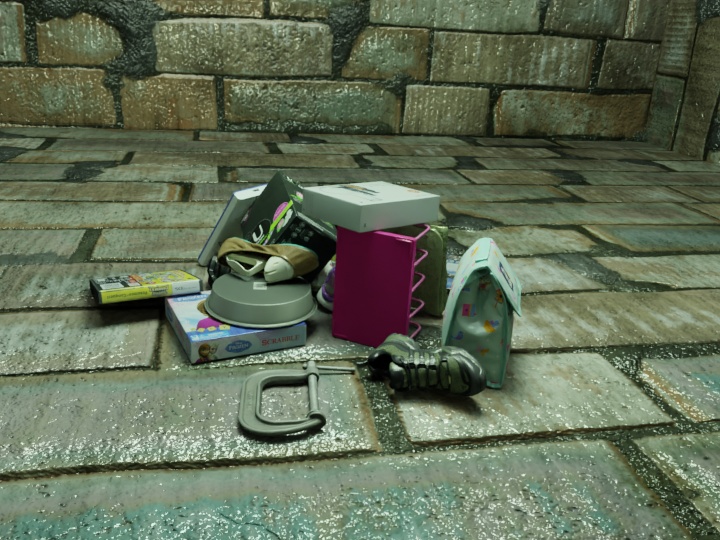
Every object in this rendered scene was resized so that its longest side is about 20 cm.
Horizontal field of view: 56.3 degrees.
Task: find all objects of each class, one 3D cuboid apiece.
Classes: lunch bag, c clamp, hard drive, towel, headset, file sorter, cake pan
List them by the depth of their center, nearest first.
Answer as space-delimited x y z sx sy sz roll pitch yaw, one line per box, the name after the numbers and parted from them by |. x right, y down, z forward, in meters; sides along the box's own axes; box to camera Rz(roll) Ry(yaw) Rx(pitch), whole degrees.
-0.091 0.179 0.972 0.169 0.027 0.200 3 20 -2 | c clamp
0.197 0.059 1.090 0.121 0.202 0.170 7 20 12 | lunch bag
0.042 0.016 1.180 0.138 0.202 0.125 12 21 22 | file sorter
-0.174 0.044 1.186 0.198 0.037 0.201 4 20 -1 | cake pan
0.093 -0.008 1.261 0.147 0.202 0.037 11 37 21 | towel
-0.257 0.006 1.379 0.122 0.095 0.201 -1 36 -24 | headset
-0.267 -0.101 1.466 0.025 0.200 0.132 46 34 13 | hard drive

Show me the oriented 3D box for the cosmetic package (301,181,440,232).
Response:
0.020 -0.115 1.181 0.199 0.052 0.150 -12 25 -43 | cosmetic package

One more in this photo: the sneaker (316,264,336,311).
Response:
0.000 0.000 1.318 0.080 0.089 0.200 33 44 25 | sneaker

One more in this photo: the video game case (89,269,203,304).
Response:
-0.407 0.028 1.266 0.179 0.026 0.200 -7 8 -25 | video game case

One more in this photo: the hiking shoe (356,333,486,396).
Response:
0.092 0.158 1.014 0.199 0.076 0.100 9 28 41 | hiking shoe

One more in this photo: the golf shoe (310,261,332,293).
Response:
-0.097 -0.020 1.409 0.072 0.093 0.200 -1 24 -14 | golf shoe

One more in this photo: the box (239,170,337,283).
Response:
-0.145 -0.077 1.356 0.124 0.149 0.201 32 19 -31 | box

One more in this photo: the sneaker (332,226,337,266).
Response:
-0.058 -0.100 1.524 0.077 0.091 0.201 -5 51 -21 | sneaker

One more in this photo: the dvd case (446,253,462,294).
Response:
0.210 0.010 1.416 0.141 0.018 0.200 9 23 17 | dvd case

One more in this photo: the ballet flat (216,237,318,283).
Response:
-0.174 -0.014 1.209 0.198 0.068 0.073 12 41 20 | ballet flat

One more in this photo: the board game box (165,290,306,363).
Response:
-0.222 0.086 1.177 0.198 0.042 0.199 -7 23 -27 | board game box
